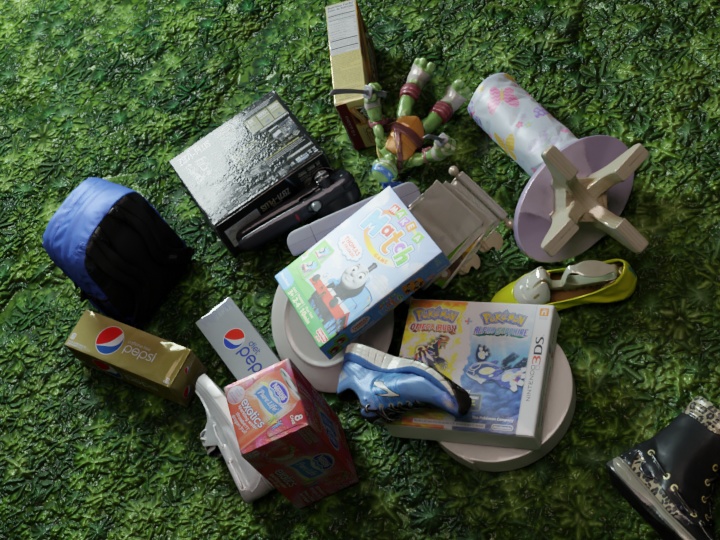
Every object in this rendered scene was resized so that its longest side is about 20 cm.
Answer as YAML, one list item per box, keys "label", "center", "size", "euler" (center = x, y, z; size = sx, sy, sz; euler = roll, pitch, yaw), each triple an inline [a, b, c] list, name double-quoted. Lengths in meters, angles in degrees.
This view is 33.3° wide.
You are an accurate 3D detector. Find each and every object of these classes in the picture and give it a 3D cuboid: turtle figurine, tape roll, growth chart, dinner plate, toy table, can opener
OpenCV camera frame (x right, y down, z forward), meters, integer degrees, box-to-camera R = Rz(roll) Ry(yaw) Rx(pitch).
- label: "turtle figurine"
  center: [0.080, -0.228, 1.728]
  size: [0.143, 0.201, 0.195]
  euler: [12, 53, 30]
- label: "tape roll"
  center: [0.177, 0.160, 1.552]
  size: [0.201, 0.037, 0.204]
  euler: [-9, 59, 14]
- label: "growth chart"
  center: [0.103, -0.043, 1.650]
  size: [0.200, 0.145, 0.018]
  euler: [-39, 19, 6]
- label: "dinner plate"
  center: [-0.044, 0.065, 1.637]
  size: [0.199, 0.024, 0.202]
  euler: [-2, 86, 30]
- label: "toy table"
  center: [0.295, -0.096, 1.585]
  size: [0.183, 0.117, 0.201]
  euler: [32, 88, -9]
- label: "can opener"
  center: [-0.092, -0.086, 1.755]
  size: [0.199, 0.079, 0.063]
  euler: [-29, 19, -5]

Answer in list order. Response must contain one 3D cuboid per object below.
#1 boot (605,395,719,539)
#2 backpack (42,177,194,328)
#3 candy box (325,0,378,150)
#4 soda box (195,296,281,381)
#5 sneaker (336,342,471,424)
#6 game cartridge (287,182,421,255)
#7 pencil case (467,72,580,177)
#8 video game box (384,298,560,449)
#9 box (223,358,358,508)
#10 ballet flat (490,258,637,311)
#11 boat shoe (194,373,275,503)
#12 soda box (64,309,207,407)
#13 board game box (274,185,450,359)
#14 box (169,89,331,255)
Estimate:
- label: "boot"
  center: [0.406, 0.254, 1.399]
  size: [0.153, 0.074, 0.204]
  euler: [-38, 57, -10]
- label: "backpack"
  center: [-0.374, -0.033, 1.757]
  size: [0.167, 0.200, 0.163]
  euler: [18, 68, 27]
- label: "candy box"
  center: [-0.008, -0.301, 1.846]
  size: [0.055, 0.116, 0.201]
  euler: [-13, 57, 10]
- label: "soda box"
  center: [-0.145, 0.131, 1.660]
  size: [0.063, 0.068, 0.200]
  euler: [-38, 55, -5]
- label: "sneaker"
  center: [0.050, 0.156, 1.486]
  size: [0.199, 0.078, 0.090]
  euler: [11, 73, 42]
- label: "game cartridge"
  center: [-0.007, -0.074, 1.704]
  size: [0.199, 0.133, 0.042]
  euler: [-23, 86, 4]
- label: "pencil case"
  center: [0.242, -0.201, 1.721]
  size: [0.090, 0.083, 0.200]
  euler: [-34, 55, -12]
- label: "video game box"
  center: [0.144, 0.128, 1.534]
  size: [0.198, 0.047, 0.183]
  euler: [2, 59, 22]
- label: "box"
  center: [-0.084, 0.208, 1.513]
  size: [0.095, 0.200, 0.100]
  euler: [-24, 55, 6]
- label: "ballet flat"
  center: [0.264, 0.018, 1.591]
  size: [0.198, 0.067, 0.067]
  euler: [-10, 58, 13]
- label: "boat shoe"
  center: [-0.179, 0.227, 1.621]
  size: [0.068, 0.072, 0.200]
  euler: [-36, 65, -5]
- label: "soda box"
  center: [-0.322, 0.125, 1.724]
  size: [0.199, 0.068, 0.064]
  euler: [17, 66, 26]
- label: "board game box"
  center: [0.000, 0.000, 1.577]
  size: [0.199, 0.037, 0.152]
  euler: [-38, 48, 2]
- label: "box"
  center: [-0.162, -0.149, 1.824]
  size: [0.199, 0.086, 0.164]
  euler: [-35, 56, -5]
